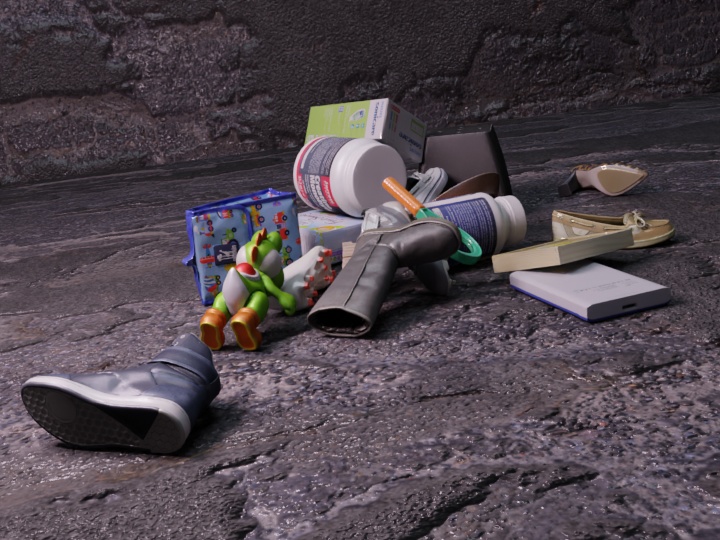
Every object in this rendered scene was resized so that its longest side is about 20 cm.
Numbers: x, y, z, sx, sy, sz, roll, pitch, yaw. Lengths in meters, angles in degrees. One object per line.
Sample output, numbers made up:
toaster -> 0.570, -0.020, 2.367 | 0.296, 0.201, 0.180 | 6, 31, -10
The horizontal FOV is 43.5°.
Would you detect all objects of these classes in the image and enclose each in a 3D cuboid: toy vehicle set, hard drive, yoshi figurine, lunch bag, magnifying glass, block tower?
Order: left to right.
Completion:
lunch bag -> -0.201, -0.039, 1.470 | 0.198, 0.153, 0.094 | -16, 17, -34
yoshi figurine -> -0.150, 0.034, 1.268 | 0.112, 0.112, 0.201 | -41, 21, 42
block tower -> 0.000, 0.000, 1.431 | 0.057, 0.055, 0.200 | -6, 15, -1
magnifying glass -> 0.108, -0.078, 1.394 | 0.200, 0.023, 0.079 | 42, 30, 25
toy vehicle set -> 0.311, -0.031, 1.380 | 0.198, 0.027, 0.123 | -12, 3, -41
hard drive -> 0.314, 0.024, 1.256 | 0.130, 0.026, 0.200 | -11, 15, -18

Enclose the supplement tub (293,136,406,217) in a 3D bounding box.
supplement tub -> -0.022, -0.174, 1.664 | 0.139, 0.142, 0.199 | -16, 17, -32

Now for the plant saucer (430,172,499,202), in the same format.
plant saucer -> 0.172, -0.104, 1.620 | 0.199, 0.035, 0.201 | -29, -15, -9

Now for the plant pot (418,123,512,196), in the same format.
plant pot -> 0.211, -0.203, 1.871 | 0.197, 0.180, 0.200 | -4, 16, 12

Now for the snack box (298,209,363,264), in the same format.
snack box -> -0.058, -0.069, 1.691 | 0.167, 0.069, 0.199 | -15, 16, -33

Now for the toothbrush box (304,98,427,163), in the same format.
toothbrush box -> 0.010, -0.271, 1.806 | 0.198, 0.087, 0.145 | 3, -12, 39

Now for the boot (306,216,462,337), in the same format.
boot -> 0.036, 0.008, 1.244 | 0.180, 0.073, 0.200 | -11, 24, 27

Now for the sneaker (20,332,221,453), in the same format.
sneaker -> -0.251, 0.125, 0.984 | 0.200, 0.078, 0.146 | 8, 29, 15

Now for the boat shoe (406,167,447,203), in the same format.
boat shoe -> 0.114, -0.157, 1.703 | 0.074, 0.067, 0.201 | -44, 11, 29

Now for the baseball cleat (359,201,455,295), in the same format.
baseball cleat -> 0.060, -0.027, 1.379 | 0.105, 0.070, 0.201 | -13, 44, -20

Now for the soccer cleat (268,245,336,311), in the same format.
soccer cleat -> -0.093, 0.010, 1.413 | 0.076, 0.070, 0.200 | -6, 17, 16

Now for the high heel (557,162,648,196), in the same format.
high heel -> 0.539, -0.211, 1.956 | 0.198, 0.072, 0.142 | -7, 18, 35

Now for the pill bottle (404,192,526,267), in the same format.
pill bottle -> 0.170, -0.067, 1.496 | 0.197, 0.113, 0.111 | -12, 15, -20

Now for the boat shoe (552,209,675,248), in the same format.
boat shoe -> 0.422, -0.075, 1.509 | 0.198, 0.064, 0.073 | -1, 15, 19
